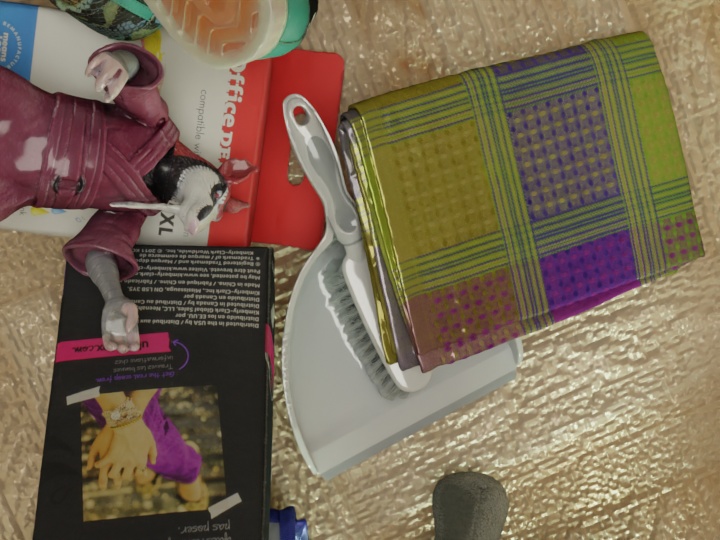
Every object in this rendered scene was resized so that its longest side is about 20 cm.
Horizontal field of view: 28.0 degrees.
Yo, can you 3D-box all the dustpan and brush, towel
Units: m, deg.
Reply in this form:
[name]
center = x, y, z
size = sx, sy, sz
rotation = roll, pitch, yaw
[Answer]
[dustpan and brush]
center = 0.000, 0.000, 0.768
size = 0.139, 0.057, 0.200
rotation = -27, 98, -12
[towel]
center = 0.087, -0.041, 0.769
size = 0.199, 0.023, 0.144
rotation = -19, 100, -22

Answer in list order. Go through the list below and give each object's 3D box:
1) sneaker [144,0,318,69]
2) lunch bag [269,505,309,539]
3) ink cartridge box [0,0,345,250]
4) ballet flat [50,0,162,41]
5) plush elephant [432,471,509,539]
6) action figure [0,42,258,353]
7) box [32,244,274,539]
[sneaker]
center = -0.089, -0.182, 0.658
size = 0.071, 0.080, 0.200
rotation = -31, 90, 25
[lunch bag]
center = -0.097, 0.236, 0.773
size = 0.169, 0.124, 0.201
rotation = -11, 84, 0
[ink cartridge box]
center = -0.111, -0.073, 0.761
size = 0.199, 0.067, 0.117
rotation = 7, 97, -5
[ballet flat]
center = -0.169, -0.189, 0.706
size = 0.200, 0.074, 0.074
rotation = 40, 94, 18
[plush elephant]
center = 0.101, 0.238, 0.782
size = 0.164, 0.155, 0.200
rotation = 8, 58, 33
[action figure]
center = -0.148, -0.051, 0.689
size = 0.199, 0.149, 0.134
rotation = 10, 105, -24
[box]
center = -0.097, 0.099, 0.709
size = 0.106, 0.122, 0.201
rotation = 2, 55, -3
